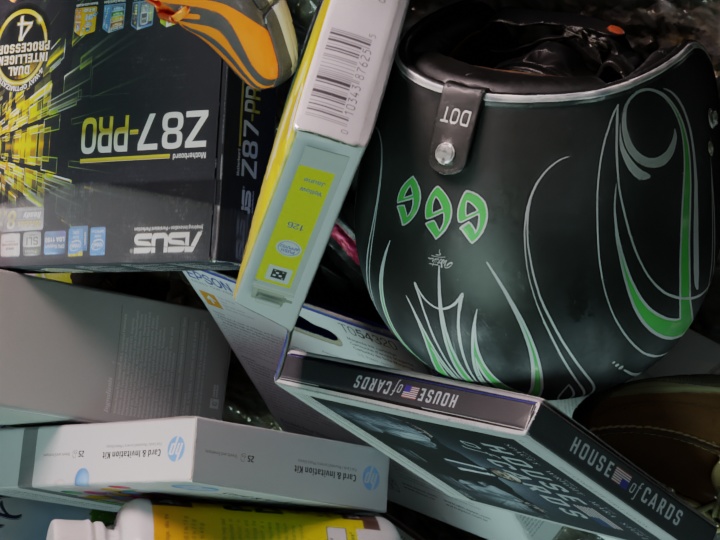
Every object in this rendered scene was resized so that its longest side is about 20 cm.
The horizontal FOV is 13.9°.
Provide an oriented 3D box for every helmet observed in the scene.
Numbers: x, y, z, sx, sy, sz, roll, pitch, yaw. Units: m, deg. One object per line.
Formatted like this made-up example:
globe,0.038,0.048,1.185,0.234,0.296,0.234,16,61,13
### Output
helmet,0.091,-0.027,1.493,0.200,0.200,0.191,14,118,30

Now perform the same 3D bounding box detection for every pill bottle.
pill bottle,-0.080,0.187,1.686,0.200,0.109,0.109,5,141,-10

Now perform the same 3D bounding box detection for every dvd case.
dvd case,0.068,0.094,1.534,0.150,0.025,0.200,35,164,-36

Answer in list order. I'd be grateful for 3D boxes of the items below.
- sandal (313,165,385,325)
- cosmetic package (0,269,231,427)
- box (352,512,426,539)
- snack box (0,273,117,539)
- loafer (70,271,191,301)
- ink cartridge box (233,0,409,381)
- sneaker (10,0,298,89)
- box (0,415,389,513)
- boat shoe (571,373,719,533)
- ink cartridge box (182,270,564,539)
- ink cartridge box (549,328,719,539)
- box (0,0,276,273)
sandal,0.000,0.000,1.692,0.075,0.045,0.200,12,133,41
cosmetic package,-0.185,0.051,1.741,0.200,0.090,0.107,16,167,-41
box,-0.015,0.262,1.839,0.166,0.164,0.200,35,154,5
snack box,-0.228,0.095,1.814,0.068,0.200,0.169,-19,91,48
loafer,-0.106,-0.034,1.743,0.071,0.073,0.200,24,154,-15
ink cartridge box,-0.019,-0.079,1.511,0.047,0.198,0.200,18,141,-6
sneaker,-0.122,-0.152,1.478,0.200,0.112,0.078,54,161,-17
box,-0.106,0.117,1.726,0.200,0.041,0.156,-7,165,44
boat shoe,0.208,0.105,1.536,0.200,0.074,0.076,10,153,-13
ink cartridge box,0.008,0.067,1.709,0.196,0.043,0.200,19,149,41
ink cartridge box,0.130,0.076,1.681,0.200,0.047,0.160,31,145,38
box,-0.134,-0.080,1.654,0.200,0.049,0.162,0,85,40
